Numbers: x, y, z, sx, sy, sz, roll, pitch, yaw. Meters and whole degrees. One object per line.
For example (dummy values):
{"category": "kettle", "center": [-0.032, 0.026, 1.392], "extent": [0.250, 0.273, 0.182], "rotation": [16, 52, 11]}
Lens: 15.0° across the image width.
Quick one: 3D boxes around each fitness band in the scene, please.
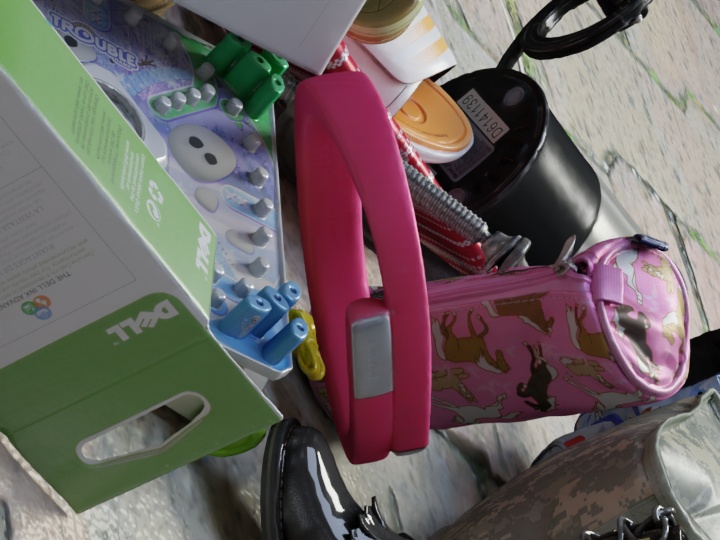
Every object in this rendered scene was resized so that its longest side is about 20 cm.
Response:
{"category": "fitness band", "center": [0.000, 0.000, 1.247], "extent": [0.200, 0.037, 0.144], "rotation": [90, -12, -52]}

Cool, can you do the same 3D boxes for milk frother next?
{"category": "milk frother", "center": [0.135, -0.059, 1.650], "extent": [0.188, 0.200, 0.181], "rotation": [48, 20, -39]}

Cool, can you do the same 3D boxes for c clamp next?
{"category": "c clamp", "center": [0.018, -0.038, 1.408], "extent": [0.200, 0.027, 0.171], "rotation": [39, -22, 0]}

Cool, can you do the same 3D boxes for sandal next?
{"category": "sandal", "center": [-0.005, -0.146, 1.536], "extent": [0.207, 0.059, 0.079], "rotation": [45, 33, -6]}

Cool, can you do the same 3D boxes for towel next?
{"category": "towel", "center": [-0.003, -0.078, 1.468], "extent": [0.200, 0.022, 0.145], "rotation": [53, -11, -30]}

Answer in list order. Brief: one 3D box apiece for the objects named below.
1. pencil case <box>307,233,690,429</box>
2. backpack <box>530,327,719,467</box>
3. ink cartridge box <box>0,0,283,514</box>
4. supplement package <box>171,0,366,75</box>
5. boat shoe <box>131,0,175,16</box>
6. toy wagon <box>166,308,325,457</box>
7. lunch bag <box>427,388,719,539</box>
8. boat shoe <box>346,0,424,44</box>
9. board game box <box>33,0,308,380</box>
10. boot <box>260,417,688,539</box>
{"category": "pencil case", "center": [0.064, 0.034, 1.343], "extent": [0.083, 0.200, 0.087], "rotation": [-17, 94, -50]}
{"category": "backpack", "center": [0.190, 0.147, 1.550], "extent": [0.191, 0.154, 0.200], "rotation": [60, -6, 9]}
{"category": "ink cartridge box", "center": [-0.123, -0.007, 1.043], "extent": [0.200, 0.104, 0.059], "rotation": [52, 23, -30]}
{"category": "supplement package", "center": [-0.084, -0.196, 1.230], "extent": [0.200, 0.121, 0.120], "rotation": [25, 14, -32]}
{"category": "boat shoe", "center": [-0.102, -0.168, 1.368], "extent": [0.072, 0.065, 0.200], "rotation": [59, 19, -14]}
{"category": "toy wagon", "center": [-0.081, 0.009, 1.234], "extent": [0.200, 0.040, 0.155], "rotation": [38, 32, -53]}
{"category": "lunch bag", "center": [0.117, 0.149, 1.378], "extent": [0.118, 0.164, 0.200], "rotation": [62, 19, 5]}
{"category": "boat shoe", "center": [-0.024, -0.178, 1.461], "extent": [0.201, 0.073, 0.063], "rotation": [47, -17, 39]}
{"category": "board game box", "center": [-0.110, -0.067, 1.173], "extent": [0.200, 0.026, 0.200], "rotation": [27, 36, -27]}
{"category": "boot", "center": [0.061, 0.136, 1.211], "extent": [0.200, 0.174, 0.069], "rotation": [67, 20, -11]}
